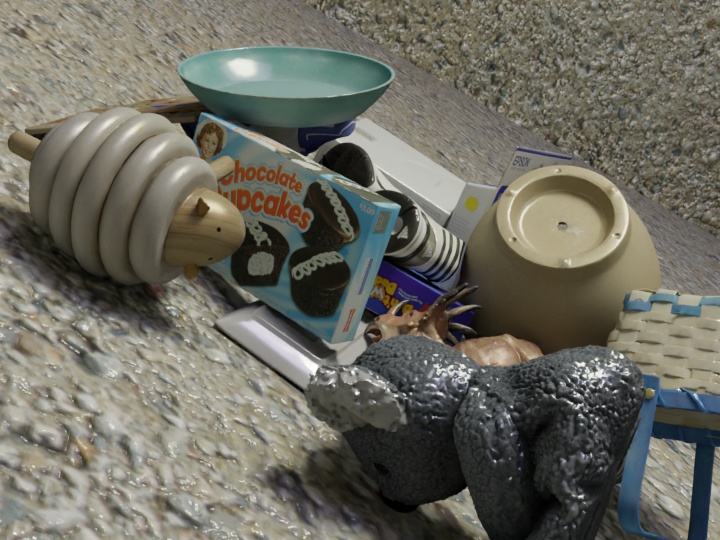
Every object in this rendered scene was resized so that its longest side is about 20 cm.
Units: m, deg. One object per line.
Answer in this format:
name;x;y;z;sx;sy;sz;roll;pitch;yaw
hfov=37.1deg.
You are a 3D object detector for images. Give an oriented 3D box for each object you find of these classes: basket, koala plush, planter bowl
basket;0.265;0.130;0.894;0.138;0.203;0.176;-2;-23;33
koala plush;0.069;0.107;0.713;0.198;0.186;0.177;25;13;21
planter bowl;0.185;-0.010;0.996;0.200;0.199;0.136;42;-22;32

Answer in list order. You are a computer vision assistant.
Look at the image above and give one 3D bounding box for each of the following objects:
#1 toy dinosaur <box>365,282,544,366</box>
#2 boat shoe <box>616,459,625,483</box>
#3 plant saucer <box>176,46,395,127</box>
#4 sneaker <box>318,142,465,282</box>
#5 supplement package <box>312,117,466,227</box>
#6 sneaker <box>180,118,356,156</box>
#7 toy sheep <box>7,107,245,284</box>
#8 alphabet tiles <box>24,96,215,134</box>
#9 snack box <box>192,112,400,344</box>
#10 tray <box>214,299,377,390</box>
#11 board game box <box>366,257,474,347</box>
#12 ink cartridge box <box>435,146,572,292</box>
toy dinosaur;0.114;0.081;0.922;0.198;0.086;0.136;21;33;-26
boat shoe;0.191;0.117;1.024;0.063;0.071;0.201;21;22;-33
plant saucer;-0.067;-0.166;0.979;0.197;0.036;0.201;2;23;-1
sneaker;0.027;-0.044;1.040;0.115;0.076;0.201;38;6;-39
supplement package;0.022;-0.076;1.200;0.155;0.112;0.200;33;17;3
sneaker;-0.088;-0.116;1.085;0.197;0.117;0.080;-1;19;31
toy sheep;-0.175;-0.058;0.795;0.198;0.140;0.138;20;14;15
alphabet tiles;-0.202;-0.154;1.039;0.165;0.008;0.200;-3;15;13
snack box;-0.069;-0.038;0.875;0.199;0.118;0.037;29;18;31
tray;-0.038;0.047;0.912;0.107;0.022;0.200;34;17;9
board game box;0.000;0.000;1.011;0.198;0.045;0.134;30;4;-10
ink cartridge box;0.145;-0.045;1.171;0.047;0.202;0.197;28;14;23
